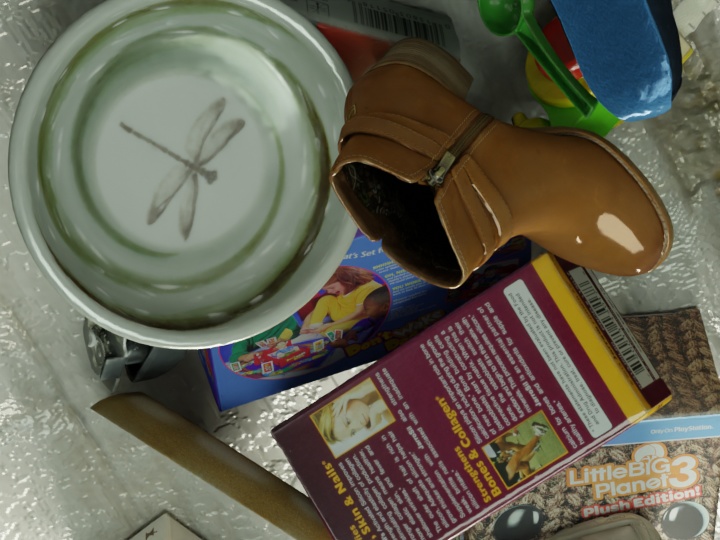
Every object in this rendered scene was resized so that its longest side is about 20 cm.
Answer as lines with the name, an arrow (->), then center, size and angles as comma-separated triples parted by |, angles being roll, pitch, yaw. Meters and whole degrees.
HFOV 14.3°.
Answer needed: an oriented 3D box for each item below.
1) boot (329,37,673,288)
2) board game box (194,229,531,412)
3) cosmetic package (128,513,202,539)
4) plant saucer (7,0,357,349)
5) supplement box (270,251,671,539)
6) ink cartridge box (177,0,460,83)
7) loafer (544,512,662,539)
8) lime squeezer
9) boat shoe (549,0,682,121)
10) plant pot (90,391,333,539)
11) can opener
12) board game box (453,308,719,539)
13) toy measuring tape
boot -> 0.075, -0.035, 1.526 | 0.200, 0.155, 0.077 | 40, 118, -9
board game box -> 0.000, 0.000, 1.667 | 0.199, 0.045, 0.135 | -18, 147, -9
cosmetic package -> -0.085, 0.262, 1.884 | 0.085, 0.108, 0.200 | -37, 123, 23
plant saucer -> -0.096, -0.059, 1.560 | 0.199, 0.050, 0.201 | -2, 97, -17
supplement box -> 0.064, 0.084, 1.662 | 0.200, 0.086, 0.111 | -33, 84, 16
ink cartridge box -> -0.053, -0.075, 1.643 | 0.162, 0.050, 0.200 | 13, 124, -17
loafer -> 0.095, 0.211, 1.759 | 0.200, 0.070, 0.070 | -23, 129, 12
lime squeezer -> 0.051, -0.149, 1.587 | 0.200, 0.071, 0.038 | 31, 143, 5
boat shoe -> 0.121, -0.179, 1.546 | 0.084, 0.069, 0.201 | -8, 102, 20
plant pot -> -0.073, 0.126, 1.737 | 0.200, 0.200, 0.028 | 36, 83, -31
can opener -> -0.120, -0.004, 1.678 | 0.067, 0.053, 0.200 | -6, 144, -26
board game box -> 0.139, 0.135, 1.812 | 0.159, 0.097, 0.200 | -5, 131, -4
toy measuring tape -> 0.154, -0.142, 1.618 | 0.200, 0.074, 0.074 | -47, 124, 2
